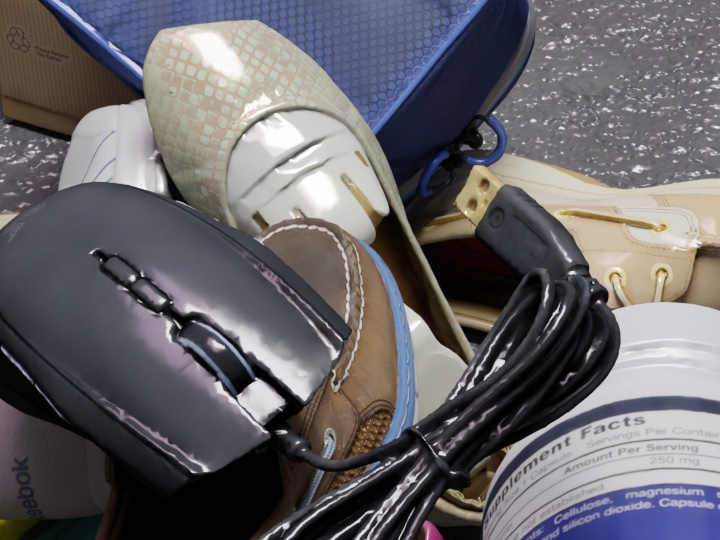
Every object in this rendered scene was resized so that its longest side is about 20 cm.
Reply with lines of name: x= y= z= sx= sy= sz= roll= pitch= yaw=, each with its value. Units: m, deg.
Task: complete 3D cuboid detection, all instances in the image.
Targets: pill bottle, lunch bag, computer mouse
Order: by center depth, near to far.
computer mouse: x=-0.027 y=0.003 z=0.703 sx=0.140 sy=0.046 sz=0.200 roll=-38 pitch=42 yaw=-14
pill bottle: x=0.092 y=0.104 z=0.769 sx=0.116 sy=0.116 sz=0.200 roll=-1 pitch=35 yaw=5
lunch bag: x=-0.026 y=-0.104 z=0.961 sx=0.200 sy=0.132 sz=0.136 roll=42 pitch=89 yaw=11

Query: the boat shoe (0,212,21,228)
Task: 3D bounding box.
boat shoe: x=-0.154 y=0.022 z=0.957 sx=0.200 sy=0.072 sz=0.065 roll=6 pitch=50 yaw=12

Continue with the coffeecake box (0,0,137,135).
coffeecake box: x=-0.042 y=-0.126 z=1.145 sx=0.153 sy=0.073 sz=0.200 roll=17 pitch=40 yaw=27

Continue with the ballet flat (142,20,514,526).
ballet flat: x=0.000 y=0.000 z=0.857 sx=0.067 sy=0.200 sz=0.062 roll=-37 pitch=19 yaw=-15

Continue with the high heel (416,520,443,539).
high heel: x=-0.049 y=0.146 z=0.740 sx=0.200 sy=0.096 sz=0.067 roll=-23 pitch=39 yaw=-24

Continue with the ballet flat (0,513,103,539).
ballet flat: x=-0.081 y=0.087 z=0.868 sx=0.067 sy=0.067 sz=0.200 roll=-2 pitch=26 yaw=42

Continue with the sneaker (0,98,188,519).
sneaker: x=-0.098 y=0.008 z=0.859 sx=0.087 sy=0.075 sz=0.200 roll=-8 pitch=33 yaw=4

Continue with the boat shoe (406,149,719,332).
boat shoe: x=0.097 y=0.008 z=0.949 sx=0.200 sy=0.074 sz=0.069 roll=9 pitch=39 yaw=34

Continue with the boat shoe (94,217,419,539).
boat shoe: x=-0.032 y=0.054 z=0.743 sx=0.072 sy=0.072 sz=0.200 roll=-6 pitch=48 yaw=21
